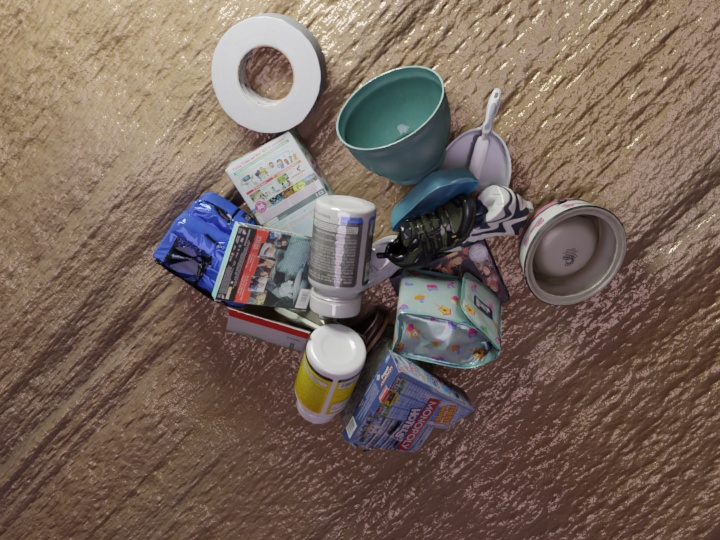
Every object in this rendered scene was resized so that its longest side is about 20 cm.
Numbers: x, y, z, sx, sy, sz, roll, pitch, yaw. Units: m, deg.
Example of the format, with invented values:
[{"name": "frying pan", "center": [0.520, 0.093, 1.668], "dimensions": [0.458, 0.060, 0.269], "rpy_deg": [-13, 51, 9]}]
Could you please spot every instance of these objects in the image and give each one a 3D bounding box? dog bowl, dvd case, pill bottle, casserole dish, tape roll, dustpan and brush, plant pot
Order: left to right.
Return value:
[{"name": "tape roll", "center": [-0.163, -0.351, 1.469], "dimensions": [0.197, 0.066, 0.203], "rpy_deg": [2, 112, 6]}, {"name": "dvd case", "center": [-0.160, -0.003, 1.503], "dimensions": [0.198, 0.022, 0.148], "rpy_deg": [9, 109, -35]}, {"name": "pill bottle", "center": [-0.063, 0.200, 1.546], "dimensions": [0.111, 0.113, 0.201], "rpy_deg": [19, 138, -1]}, {"name": "pill bottle", "center": [-0.036, -0.025, 1.486], "dimensions": [0.112, 0.114, 0.203], "rpy_deg": [8, 107, 3]}, {"name": "plant pot", "center": [0.075, -0.236, 1.434], "dimensions": [0.198, 0.202, 0.135], "rpy_deg": [-22, 135, 14]}, {"name": "casserole dish", "center": [0.127, -0.129, 1.480], "dimensions": [0.200, 0.120, 0.039], "rpy_deg": [-43, 64, 51]}, {"name": "dustpan and brush", "center": [0.218, -0.229, 1.475], "dimensions": [0.137, 0.057, 0.203], "rpy_deg": [14, 112, 1]}, {"name": "dog bowl", "center": [0.376, -0.040, 1.496], "dimensions": [0.197, 0.074, 0.203], "rpy_deg": [-7, 121, -12]}]

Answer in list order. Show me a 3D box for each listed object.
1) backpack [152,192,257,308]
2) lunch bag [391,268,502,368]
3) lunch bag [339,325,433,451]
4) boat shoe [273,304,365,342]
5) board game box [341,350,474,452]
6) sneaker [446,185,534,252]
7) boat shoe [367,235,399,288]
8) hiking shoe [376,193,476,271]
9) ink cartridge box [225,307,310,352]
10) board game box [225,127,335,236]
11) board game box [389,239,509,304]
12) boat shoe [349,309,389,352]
[{"name": "backpack", "center": [-0.262, -0.035, 1.550], "dimensions": [0.199, 0.163, 0.169], "rpy_deg": [36, 107, -7]}, {"name": "lunch bag", "center": [0.163, 0.086, 1.506], "dimensions": [0.197, 0.171, 0.124], "rpy_deg": [8, 120, 4]}, {"name": "lunch bag", "center": [0.048, 0.238, 1.616], "dimensions": [0.139, 0.168, 0.201], "rpy_deg": [35, 111, -8]}, {"name": "boat shoe", "center": [-0.073, 0.093, 1.603], "dimensions": [0.199, 0.072, 0.061], "rpy_deg": [23, 79, 19]}, {"name": "board game box", "center": [0.097, 0.258, 1.505], "dimensions": [0.197, 0.062, 0.202], "rpy_deg": [15, 117, -27]}, {"name": "sneaker", "center": [0.234, -0.085, 1.516], "dimensions": [0.128, 0.081, 0.199], "rpy_deg": [8, 145, -37]}, {"name": "boat shoe", "center": [0.000, 0.000, 1.578], "dimensions": [0.198, 0.068, 0.073], "rpy_deg": [-28, 85, 19]}, {"name": "hiking shoe", "center": [0.120, -0.066, 1.464], "dimensions": [0.200, 0.100, 0.076], "rpy_deg": [-43, 58, 32]}, {"name": "ink cartridge box", "center": [-0.174, 0.114, 1.554], "dimensions": [0.159, 0.200, 0.051], "rpy_deg": [17, 87, -3]}, {"name": "board game box", "center": [-0.136, -0.146, 1.547], "dimensions": [0.146, 0.064, 0.201], "rpy_deg": [-28, 107, 15]}, {"name": "board game box", "center": [0.172, 0.032, 1.595], "dimensions": [0.198, 0.035, 0.137], "rpy_deg": [-23, 107, 14]}, {"name": "boat shoe", "center": [-0.022, 0.150, 1.642], "dimensions": [0.070, 0.071, 0.201], "rpy_deg": [34, 111, -9]}]
